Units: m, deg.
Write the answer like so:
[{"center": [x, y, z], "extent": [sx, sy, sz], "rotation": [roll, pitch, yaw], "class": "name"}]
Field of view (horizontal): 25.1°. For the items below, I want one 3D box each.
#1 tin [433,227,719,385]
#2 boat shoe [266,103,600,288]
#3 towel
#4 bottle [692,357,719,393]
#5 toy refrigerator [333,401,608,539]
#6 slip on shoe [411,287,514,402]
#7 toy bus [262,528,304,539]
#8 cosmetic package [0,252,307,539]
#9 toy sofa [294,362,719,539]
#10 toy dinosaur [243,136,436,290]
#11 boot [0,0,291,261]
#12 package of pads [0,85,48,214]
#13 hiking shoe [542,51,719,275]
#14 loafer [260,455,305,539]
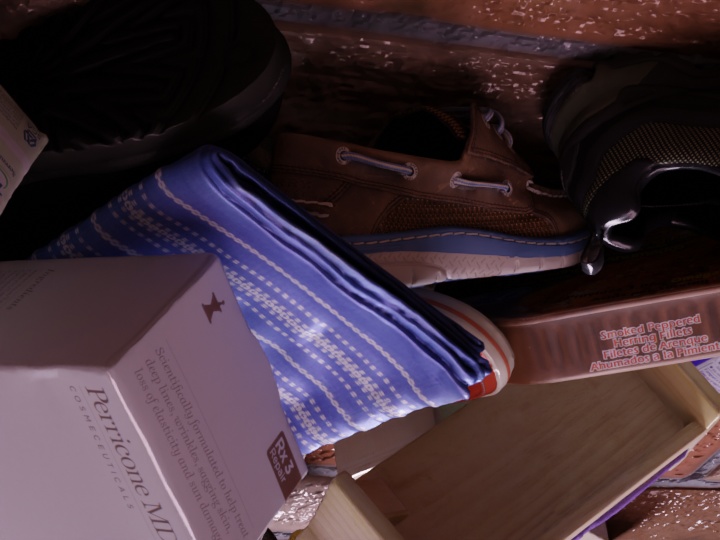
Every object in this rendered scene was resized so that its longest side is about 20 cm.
[{"center": [0.132, 0.005, 0.719], "extent": [0.199, 0.112, 0.042], "rotation": [-10, 114, 18], "class": "tin"}, {"center": [0.038, -0.033, 0.677], "extent": [0.072, 0.073, 0.200], "rotation": [2, -173, 39], "class": "boat shoe"}, {"center": [-0.063, 0.032, 0.629], "extent": [0.145, 0.024, 0.200], "rotation": [37, 139, -24], "class": "towel"}, {"center": [0.202, 0.026, 0.829], "extent": [0.200, 0.065, 0.083], "rotation": [-32, 148, 33], "class": "bottle"}, {"center": [0.066, 0.103, 0.913], "extent": [0.070, 0.076, 0.200], "rotation": [-25, 144, 25], "class": "toy refrigerator"}, {"center": [-0.026, 0.050, 0.711], "extent": [0.199, 0.061, 0.074], "rotation": [-6, 136, 27], "class": "slip on shoe"}, {"center": [-0.101, 0.256, 0.938], "extent": [0.199, 0.192, 0.136], "rotation": [-12, 146, 3], "class": "toy bus"}, {"center": [-0.130, 0.055, 0.606], "extent": [0.200, 0.074, 0.102], "rotation": [-2, 122, 35], "class": "cosmetic package"}, {"center": [0.069, 0.101, 0.756], "extent": [0.200, 0.083, 0.098], "rotation": [-31, 160, -33], "class": "toy sofa"}, {"center": [0.000, 0.000, 0.764], "extent": [0.088, 0.048, 0.200], "rotation": [-35, 143, 26], "class": "toy dinosaur"}, {"center": [-0.094, -0.027, 0.660], "extent": [0.211, 0.080, 0.158], "rotation": [-11, 143, 26], "class": "boot"}, {"center": [-0.234, -0.049, 0.559], "extent": [0.200, 0.068, 0.155], "rotation": [-27, 116, 27], "class": "package of pads"}, {"center": [0.181, -0.048, 0.672], "extent": [0.199, 0.101, 0.076], "rotation": [-13, 149, 8], "class": "hiking shoe"}, {"center": [-0.088, 0.143, 0.867], "extent": [0.076, 0.068, 0.200], "rotation": [37, 89, -36], "class": "loafer"}]
